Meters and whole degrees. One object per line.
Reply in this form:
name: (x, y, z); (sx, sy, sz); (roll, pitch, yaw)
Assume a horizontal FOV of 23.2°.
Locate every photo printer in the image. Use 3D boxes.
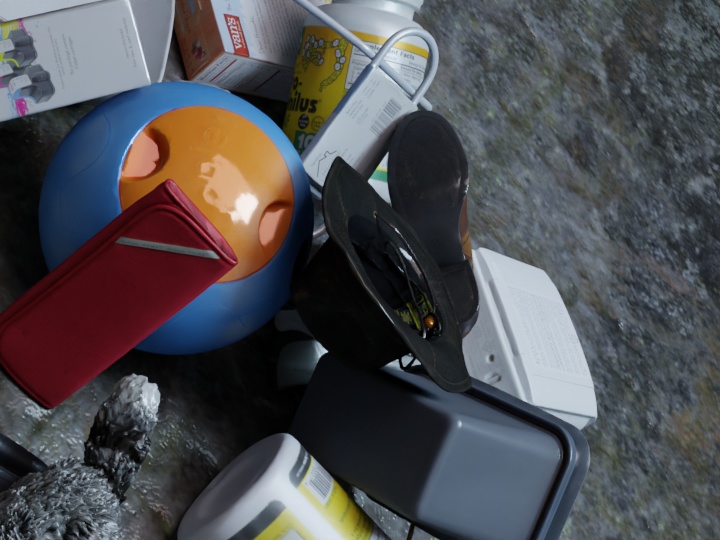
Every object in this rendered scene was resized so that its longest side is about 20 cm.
photo printer: (0.144, 0.070, 1.593); (0.200, 0.069, 0.166); (15, 53, -62)

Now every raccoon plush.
raccoon plush: (-0.226, 0.141, 1.129); (0.134, 0.097, 0.200); (30, 58, -28)

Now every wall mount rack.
wall mount rack: (-0.036, -0.131, 1.401); (0.174, 0.200, 0.075); (38, -4, -42)

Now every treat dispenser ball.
treat dispenser ball: (-0.134, -0.038, 1.286); (0.201, 0.201, 0.201); (28, 45, -32)

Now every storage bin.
storage bin: (0.042, 0.143, 1.317); (0.134, 0.200, 0.146); (23, 90, -43)

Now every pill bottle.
pill bottle: (-0.028, 0.226, 1.281); (0.200, 0.114, 0.114); (48, 38, -11)
pill bottle: (-0.003, -0.166, 1.526); (0.113, 0.113, 0.200); (10, 92, -44)

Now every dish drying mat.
dish drying mat: (-0.175, 0.020, 1.199); (0.077, 0.200, 0.018); (48, 28, -11)

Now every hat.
hat: (0.000, 0.017, 1.268); (0.201, 0.081, 0.201); (53, 19, -27)

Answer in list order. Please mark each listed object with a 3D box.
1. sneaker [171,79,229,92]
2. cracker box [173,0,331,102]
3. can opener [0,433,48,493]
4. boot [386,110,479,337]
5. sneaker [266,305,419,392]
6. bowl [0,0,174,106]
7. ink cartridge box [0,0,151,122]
sneaker: (-0.092, -0.076, 1.468); (0.088, 0.075, 0.200); (-10, 69, -52)
cracker box: (-0.082, -0.225, 1.600); (0.200, 0.058, 0.134); (8, 58, -46)
can opener: (-0.278, 0.104, 1.142); (0.200, 0.079, 0.063); (45, 30, -30)
boot: (0.058, -0.018, 1.463); (0.068, 0.200, 0.188); (-15, 77, -7)
sneaker: (0.003, 0.096, 1.454); (0.200, 0.074, 0.079); (25, 76, -29)
bowl: (-0.251, -0.230, 1.404); (0.200, 0.075, 0.200); (28, 46, -32)
ink cartridge box: (-0.262, -0.140, 1.247); (0.200, 0.115, 0.068); (-16, 100, -15)
